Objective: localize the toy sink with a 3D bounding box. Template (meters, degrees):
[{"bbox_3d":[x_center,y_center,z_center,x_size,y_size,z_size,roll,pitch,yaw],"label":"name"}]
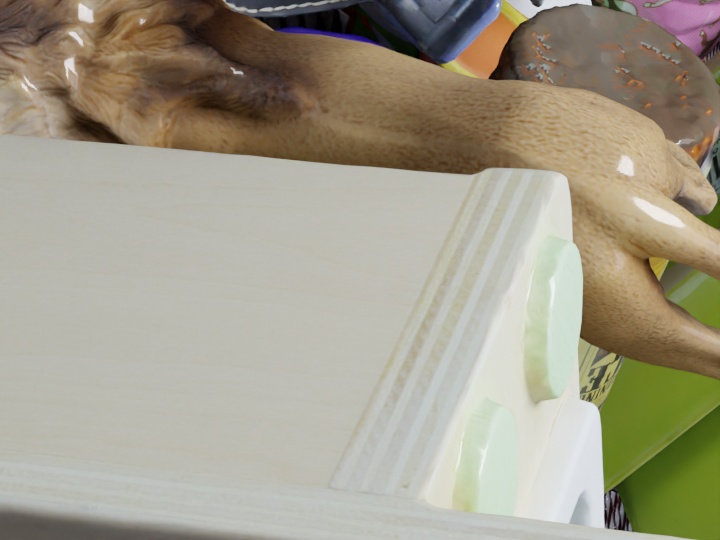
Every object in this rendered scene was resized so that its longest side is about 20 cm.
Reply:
[{"bbox_3d":[-0.016,0.059,0.457,0.112,0.200,0.130,-63,152,-51],"label":"toy sink"}]

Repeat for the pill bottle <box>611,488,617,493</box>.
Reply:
[{"bbox_3d":[0.140,0.054,1.285,0.200,0.111,0.111,42,53,-72],"label":"pill bottle"}]

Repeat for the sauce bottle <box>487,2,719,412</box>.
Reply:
[{"bbox_3d":[0.042,0.020,0.725,0.066,0.066,0.200,-71,180,-48],"label":"sauce bottle"}]

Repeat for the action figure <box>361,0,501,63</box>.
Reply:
[{"bbox_3d":[-0.007,-0.133,0.527,0.200,0.105,0.193,50,-4,45],"label":"action figure"}]

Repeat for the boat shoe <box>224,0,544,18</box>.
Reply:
[{"bbox_3d":[0.045,-0.105,0.678,0.073,0.200,0.063,69,2,-53],"label":"boat shoe"}]

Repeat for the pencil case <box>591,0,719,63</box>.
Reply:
[{"bbox_3d":[0.122,-0.134,0.877,0.200,0.086,0.083,124,-31,-44],"label":"pencil case"}]

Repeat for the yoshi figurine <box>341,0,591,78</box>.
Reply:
[{"bbox_3d":[0.056,-0.066,0.822,0.200,0.112,0.112,145,-79,-81],"label":"yoshi figurine"}]

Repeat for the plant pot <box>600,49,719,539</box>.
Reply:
[{"bbox_3d":[0.169,0.024,0.864,0.181,0.200,0.199,42,23,-17],"label":"plant pot"}]

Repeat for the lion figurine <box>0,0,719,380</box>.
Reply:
[{"bbox_3d":[0.006,-0.019,0.513,0.122,0.200,0.073,33,63,-63],"label":"lion figurine"}]

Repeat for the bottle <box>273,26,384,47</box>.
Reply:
[{"bbox_3d":[0.000,0.000,0.796,0.200,0.065,0.084,60,42,-66],"label":"bottle"}]
